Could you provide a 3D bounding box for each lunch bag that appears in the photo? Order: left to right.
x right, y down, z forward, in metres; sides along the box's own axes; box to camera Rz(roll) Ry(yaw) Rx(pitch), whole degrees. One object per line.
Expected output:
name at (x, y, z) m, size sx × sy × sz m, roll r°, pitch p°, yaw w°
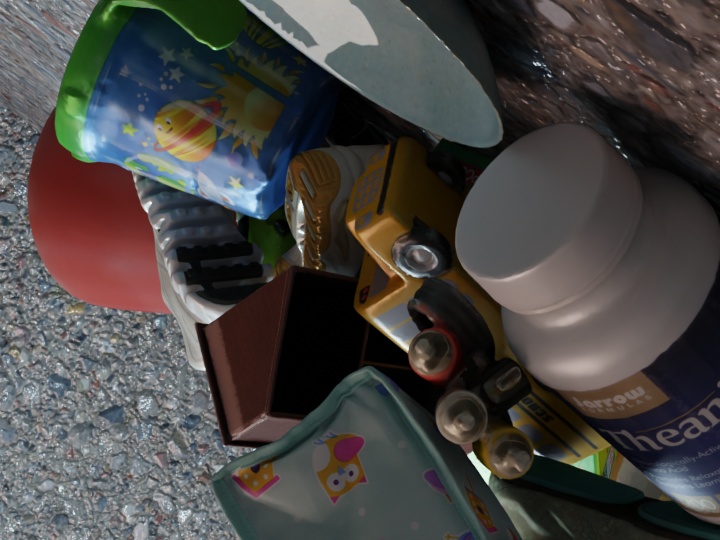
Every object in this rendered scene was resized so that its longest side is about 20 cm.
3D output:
lunch bag at (0.037, 0.160, 0.840) m, size 0.201 × 0.122 × 0.170 m, roll 53°, pitch -178°, yaw 18°

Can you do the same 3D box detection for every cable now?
cable at (0.047, 0.062, 0.848) m, size 0.097 × 0.050 × 0.200 m, roll 53°, pitch 172°, yaw 9°

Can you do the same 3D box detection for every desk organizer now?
desk organizer at (0.011, 0.056, 0.975) m, size 0.199 × 0.077 × 0.072 m, roll 11°, pitch -125°, yaw -47°

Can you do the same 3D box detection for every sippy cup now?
sippy cup at (-0.087, -0.101, 1.010) m, size 0.129 × 0.141 × 0.178 m, roll 28°, pitch -165°, yaw 9°

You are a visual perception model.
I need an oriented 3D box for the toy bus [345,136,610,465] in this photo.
toy bus at (0.066, 0.020, 0.932) m, size 0.200 × 0.065 × 0.078 m, roll 39°, pitch 132°, yaw -25°

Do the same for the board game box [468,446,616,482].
board game box at (0.064, 0.088, 1.140) m, size 0.198 × 0.048 × 0.102 m, roll 8°, pitch 137°, yaw 18°

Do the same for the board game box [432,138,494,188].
board game box at (0.134, 0.005, 1.028) m, size 0.134 × 0.029 × 0.200 m, roll 29°, pitch 170°, yaw 49°

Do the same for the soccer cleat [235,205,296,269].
soccer cleat at (-0.063, -0.044, 1.179) m, size 0.067 × 0.081 × 0.201 m, roll 14°, pitch -146°, yaw -19°

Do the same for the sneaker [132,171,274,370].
sneaker at (-0.107, -0.020, 1.120) m, size 0.201 × 0.074 × 0.082 m, roll -107°, pitch 20°, yaw -45°

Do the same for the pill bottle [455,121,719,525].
pill bottle at (0.135, 0.024, 0.801) m, size 0.200 × 0.111 × 0.111 m, roll 41°, pitch 172°, yaw -33°

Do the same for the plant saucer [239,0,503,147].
plant saucer at (-0.008, -0.131, 0.783) m, size 0.200 × 0.039 × 0.201 m, roll 36°, pitch 174°, yaw 4°

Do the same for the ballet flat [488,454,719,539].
ballet flat at (0.145, 0.144, 0.898) m, size 0.067 × 0.063 × 0.199 m, roll -2°, pitch -171°, yaw -41°

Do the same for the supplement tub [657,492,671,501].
supplement tub at (0.220, 0.169, 0.954) m, size 0.144 × 0.201 × 0.145 m, roll 34°, pitch 175°, yaw 3°

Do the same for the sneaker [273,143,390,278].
sneaker at (0.000, 0.000, 1.033) m, size 0.201 × 0.087 × 0.076 m, roll 105°, pitch 147°, yaw -57°

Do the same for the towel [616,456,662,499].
towel at (0.224, 0.195, 1.044) m, size 0.191 × 0.202 × 0.035 m, roll 24°, pitch 166°, yaw -5°

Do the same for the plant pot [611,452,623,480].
plant pot at (0.122, 0.143, 1.415) m, size 0.141 × 0.200 × 0.200 m, roll 54°, pitch 168°, yaw -14°

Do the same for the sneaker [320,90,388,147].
sneaker at (-0.032, -0.095, 1.104) m, size 0.200 × 0.077 × 0.082 m, roll 41°, pitch 144°, yaw 21°

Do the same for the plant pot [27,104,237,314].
plant pot at (-0.129, -0.053, 1.344) m, size 0.176 × 0.202 × 0.200 m, roll 16°, pitch 161°, yaw 44°
